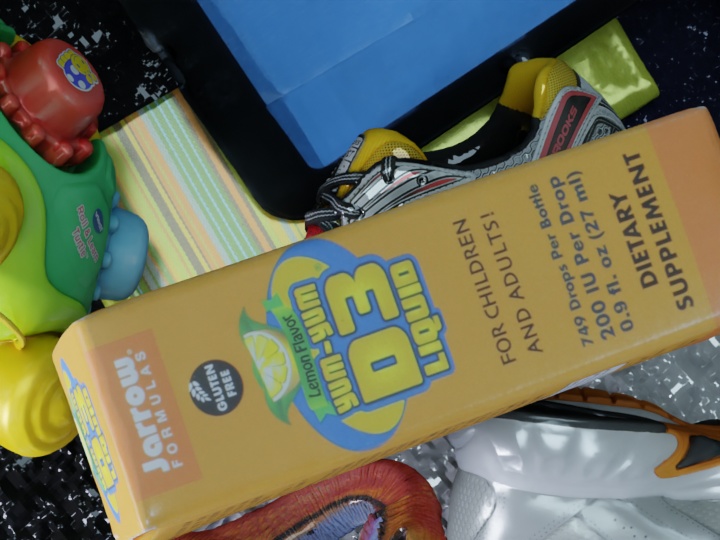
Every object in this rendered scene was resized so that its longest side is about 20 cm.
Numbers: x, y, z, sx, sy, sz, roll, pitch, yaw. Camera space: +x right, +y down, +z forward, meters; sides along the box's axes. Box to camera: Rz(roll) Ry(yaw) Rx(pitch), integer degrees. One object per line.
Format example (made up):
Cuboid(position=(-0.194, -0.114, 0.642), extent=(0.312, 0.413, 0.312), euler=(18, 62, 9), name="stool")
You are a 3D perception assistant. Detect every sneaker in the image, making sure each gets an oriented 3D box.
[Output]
Cuboid(position=(0.121, 0.095, 0.771), extent=(0.198, 0.076, 0.093), euler=(9, 99, 1), name="sneaker")
Cuboid(position=(0.000, 0.000, 0.765), extent=(0.199, 0.078, 0.083), euler=(-31, 106, -13), name="sneaker")

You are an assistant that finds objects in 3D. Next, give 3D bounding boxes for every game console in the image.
Cuboid(position=(0.011, -0.126, 0.718), extent=(0.199, 0.176, 0.117), euler=(-34, 76, 4), name="game console")

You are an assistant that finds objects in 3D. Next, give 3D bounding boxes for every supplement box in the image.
Cuboid(position=(0.015, 0.017, 0.692), extent=(0.199, 0.069, 0.067), euler=(-20, 85, -12), name="supplement box")

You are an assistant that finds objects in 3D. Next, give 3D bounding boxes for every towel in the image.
Cuboid(position=(-0.004, -0.045, 0.810), extent=(0.199, 0.018, 0.086), euler=(-30, 87, -5), name="towel")

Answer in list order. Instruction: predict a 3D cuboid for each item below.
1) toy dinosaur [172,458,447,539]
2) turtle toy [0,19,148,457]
Cuboid(position=(-0.064, 0.113, 0.717), extent=(0.199, 0.105, 0.182), euler=(33, 102, -14), name="toy dinosaur")
Cuboid(position=(-0.131, -0.045, 0.730), extent=(0.145, 0.201, 0.101), euler=(26, 56, 34), name="turtle toy")
